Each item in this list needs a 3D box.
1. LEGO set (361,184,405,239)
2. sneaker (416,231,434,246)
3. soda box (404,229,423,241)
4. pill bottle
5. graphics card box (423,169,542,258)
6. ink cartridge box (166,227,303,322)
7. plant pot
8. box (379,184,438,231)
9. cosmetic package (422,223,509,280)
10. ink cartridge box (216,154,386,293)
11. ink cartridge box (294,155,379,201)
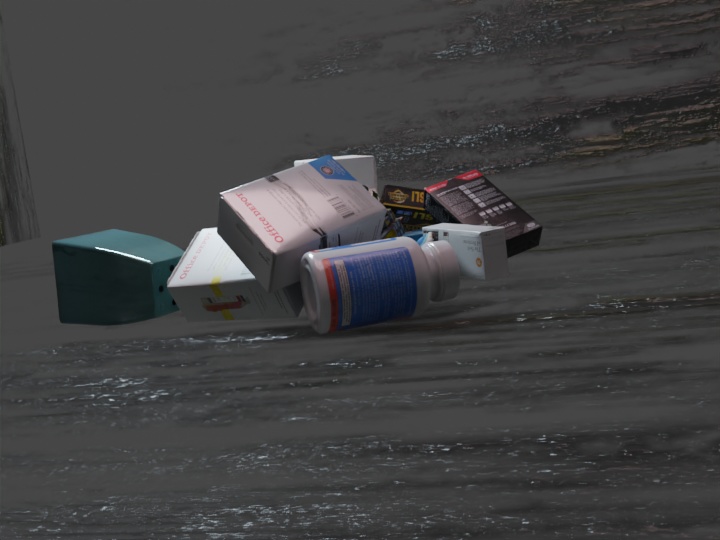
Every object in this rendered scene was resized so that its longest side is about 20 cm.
[{"bbox_3d":[-0.022,-0.088,1.507,0.200,0.154,0.116,-11,28,42],"label":"LEGO set"},{"bbox_3d":[0.083,-0.015,1.506,0.090,0.078,0.200,-10,7,10],"label":"sneaker"},{"bbox_3d":[0.150,-0.048,1.715,0.200,0.064,0.068,-7,8,0],"label":"soda box"},{"bbox_3d":[0.027,0.015,1.222,0.200,0.112,0.112,-9,8,-16],"label":"pill bottle"},{"bbox_3d":[0.219,-0.098,1.652,0.125,0.051,0.200,-21,46,-25],"label":"graphics card box"},{"bbox_3d":[-0.174,0.001,1.404,0.200,0.083,0.145,-3,40,24],"label":"ink cartridge box"},{"bbox_3d":[-0.384,0.014,1.514,0.200,0.141,0.141,5,13,31],"label":"plant pot"},{"bbox_3d":[0.132,-0.106,1.801,0.200,0.049,0.160,8,-22,-5],"label":"box"},{"bbox_3d":[0.173,-0.033,1.535,0.051,0.083,0.200,-13,9,-23],"label":"cosmetic package"},{"bbox_3d":[-0.087,-0.071,1.318,0.200,0.084,0.145,-23,55,-32],"label":"ink cartridge box"},{"bbox_3d":[-0.044,-0.156,1.762,0.128,0.125,0.200,-8,8,-14],"label":"ink cartridge box"}]
